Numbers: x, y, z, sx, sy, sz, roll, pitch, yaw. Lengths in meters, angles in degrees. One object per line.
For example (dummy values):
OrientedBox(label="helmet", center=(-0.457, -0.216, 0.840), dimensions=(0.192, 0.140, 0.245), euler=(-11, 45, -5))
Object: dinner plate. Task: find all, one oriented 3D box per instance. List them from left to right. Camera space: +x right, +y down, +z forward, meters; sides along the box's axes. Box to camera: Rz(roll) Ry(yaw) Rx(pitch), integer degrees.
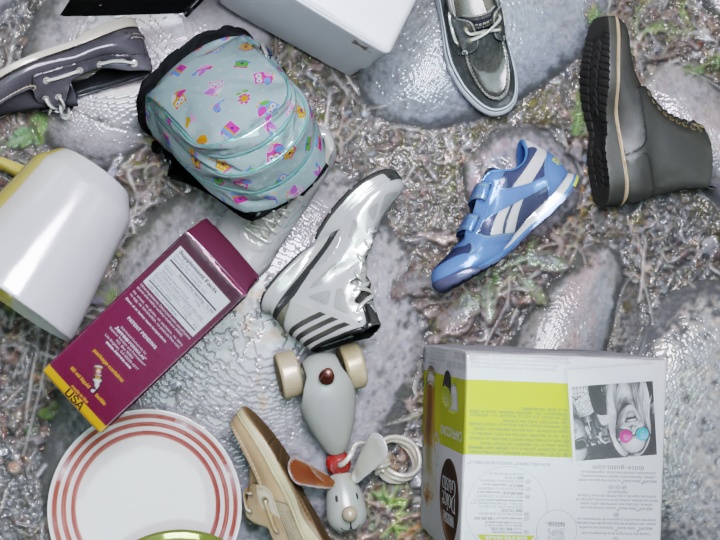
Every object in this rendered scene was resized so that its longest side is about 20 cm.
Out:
OrientedBox(label="dinner plate", center=(-0.221, 0.244, 1.232), dimensions=(0.197, 0.024, 0.203), euler=(0, 88, -7))

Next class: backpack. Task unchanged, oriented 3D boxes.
OrientedBox(label="backpack", center=(-0.125, -0.144, 1.170), dimensions=(0.166, 0.127, 0.200), euler=(-40, 51, -4))

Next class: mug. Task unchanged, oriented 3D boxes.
OrientedBox(label="mug", center=(-0.319, -0.045, 1.173), dimensions=(0.186, 0.149, 0.154), euler=(36, 76, -12))

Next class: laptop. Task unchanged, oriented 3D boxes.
OrientedBox(label="laptop", center=(-0.176, -0.323, 1.146), dimensions=(0.115, 0.187, 0.202), euler=(29, 73, -20))

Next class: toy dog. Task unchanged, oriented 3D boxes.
OrientedBox(label="toy dog", center=(-0.023, 0.165, 1.224), dimensions=(0.131, 0.096, 0.201), euler=(-32, 92, -7))

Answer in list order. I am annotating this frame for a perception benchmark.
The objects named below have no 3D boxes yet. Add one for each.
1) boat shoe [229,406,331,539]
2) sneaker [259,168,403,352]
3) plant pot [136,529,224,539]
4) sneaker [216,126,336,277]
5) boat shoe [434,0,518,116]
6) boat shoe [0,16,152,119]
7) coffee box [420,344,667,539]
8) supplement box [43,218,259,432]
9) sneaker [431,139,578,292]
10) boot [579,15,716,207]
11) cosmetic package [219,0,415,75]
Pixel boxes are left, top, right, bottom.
OrientedBox(label="boat shoe", center=(-0.090, 0.238, 1.225), dimensions=(0.064, 0.071, 0.202), euler=(-28, 91, 3))
OrientedBox(label="sneaker", center=(0.000, 0.000, 1.228), dimensions=(0.115, 0.076, 0.201), euler=(42, 93, 17))
OrientedBox(label="plant pot", center=(-0.170, 0.376, 1.135), dimensions=(0.197, 0.190, 0.203), euler=(-2, 98, -12))
OrientedBox(label="sneaker", center=(-0.092, -0.069, 1.232), dimensions=(0.070, 0.080, 0.202), euler=(33, 86, -7))
OrientedBox(label="boat shoe", center=(0.118, -0.262, 1.269), dimensions=(0.071, 0.071, 0.202), euler=(-21, 92, -8))
OrientedBox(label="boat shoe", center=(-0.305, -0.188, 1.211), dimensions=(0.198, 0.073, 0.063), euler=(-29, 89, -12))
OrientedBox(label="coffee box", center=(0.174, 0.180, 1.198), dimensions=(0.197, 0.200, 0.201), euler=(2, 88, -8))
OrientedBox(label="supplement box", center=(-0.202, 0.051, 1.175), dimensions=(0.200, 0.110, 0.086), euler=(-43, 94, 8))
OrientedBox(label="sneaker", center=(0.139, -0.057, 1.268), dimensions=(0.200, 0.074, 0.082), euler=(-43, 92, -14))
OrientedBox(label="boot", center=(0.316, -0.177, 1.299), dimensions=(0.136, 0.077, 0.203), euler=(-6, 102, -12))
OrientedBox(label="cosmetic package", center=(-0.017, -0.331, 1.198), dimensions=(0.165, 0.167, 0.202), euler=(27, 84, -13))
